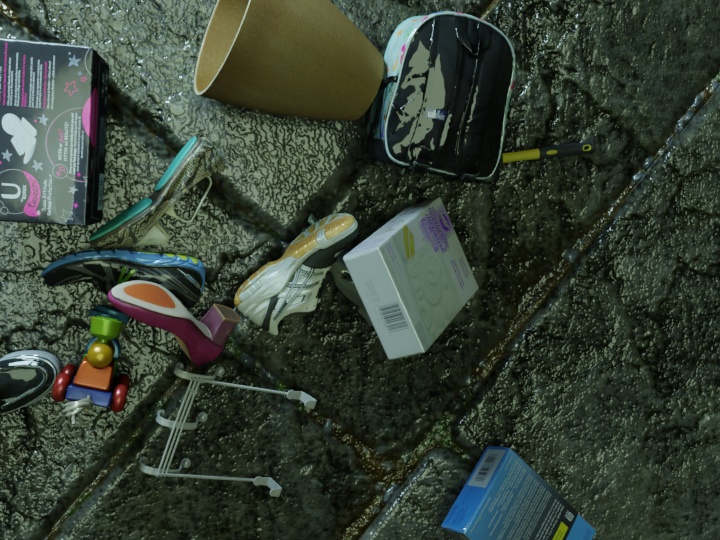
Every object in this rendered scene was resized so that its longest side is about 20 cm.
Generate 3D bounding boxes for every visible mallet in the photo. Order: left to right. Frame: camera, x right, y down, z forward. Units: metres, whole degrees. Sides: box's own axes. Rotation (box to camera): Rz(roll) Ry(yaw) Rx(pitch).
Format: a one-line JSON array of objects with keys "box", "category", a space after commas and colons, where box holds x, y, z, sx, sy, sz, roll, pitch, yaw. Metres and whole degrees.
[{"box": [0.246, -0.176, 1.115, 0.199, 0.041, 0.066, -17, 103, -15], "category": "mallet"}]

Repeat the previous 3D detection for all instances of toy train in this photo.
[{"box": [-0.312, 0.106, 0.927, 0.084, 0.200, 0.116, 14, 88, -15], "category": "toy train"}]

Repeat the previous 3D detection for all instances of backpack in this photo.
[{"box": [0.104, -0.228, 1.012, 0.177, 0.151, 0.201, 8, 103, -21], "category": "backpack"}]

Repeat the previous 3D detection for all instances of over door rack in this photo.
[{"box": [-0.179, 0.212, 1.041, 0.199, 0.067, 0.148, 18, 96, -28], "category": "over door rack"}]

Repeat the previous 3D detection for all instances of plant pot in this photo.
[{"box": [-0.078, -0.265, 0.962, 0.199, 0.186, 0.187, 20, 91, -26], "category": "plant pot"}]

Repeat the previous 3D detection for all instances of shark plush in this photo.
[{"box": [0.000, 0.000, 1.078, 0.200, 0.091, 0.083, 37, 66, 6], "category": "shark plush"}]

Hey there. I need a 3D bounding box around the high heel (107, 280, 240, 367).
[{"box": [-0.242, 0.076, 0.962, 0.200, 0.067, 0.096, 23, 111, -48], "category": "high heel"}]

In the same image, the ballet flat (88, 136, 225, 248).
[{"box": [-0.249, -0.081, 0.991, 0.200, 0.068, 0.075, -46, 114, -9], "category": "ballet flat"}]

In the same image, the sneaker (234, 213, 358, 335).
[{"box": [-0.069, 0.006, 1.026, 0.200, 0.076, 0.088, -37, 106, 17], "category": "sneaker"}]

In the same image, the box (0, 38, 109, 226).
[{"box": [-0.366, -0.158, 0.916, 0.114, 0.132, 0.201, 4, 95, -10], "category": "box"}]

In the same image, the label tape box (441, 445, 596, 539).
[{"box": [0.233, 0.376, 1.135, 0.200, 0.063, 0.144, 44, 64, -14], "category": "label tape box"}]

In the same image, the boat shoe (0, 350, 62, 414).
[{"box": [-0.472, 0.152, 0.958, 0.199, 0.068, 0.074, -11, 99, -12], "category": "boat shoe"}]

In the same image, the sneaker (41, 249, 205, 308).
[{"box": [-0.298, 0.016, 0.984, 0.199, 0.071, 0.083, 5, 89, -17], "category": "sneaker"}]

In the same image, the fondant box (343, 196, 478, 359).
[{"box": [0.072, 0.005, 1.017, 0.058, 0.200, 0.145, -17, 104, 33], "category": "fondant box"}]
